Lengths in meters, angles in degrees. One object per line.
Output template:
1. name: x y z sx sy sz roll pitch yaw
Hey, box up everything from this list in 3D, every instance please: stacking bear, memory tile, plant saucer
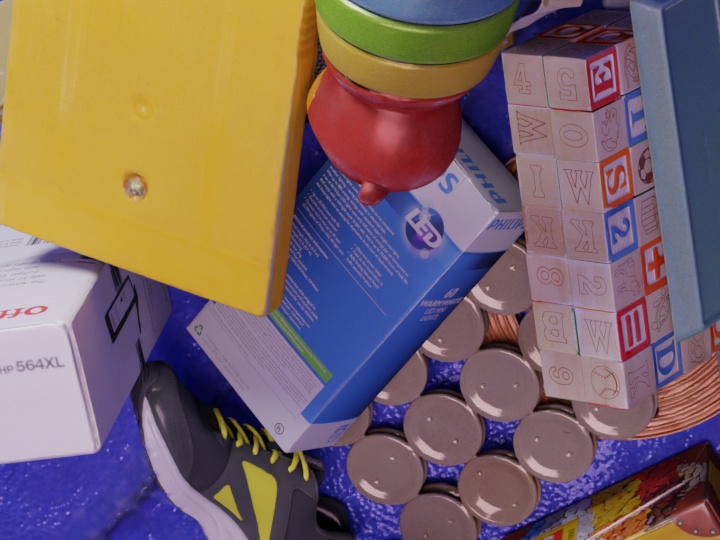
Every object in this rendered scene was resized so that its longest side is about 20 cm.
1. stacking bear: 0.022 -0.129 1.442 0.113 0.122 0.201 16 129 9
2. memory tile: 0.067 0.079 1.709 0.200 0.017 0.153 -38 100 30
3. plant saucer: 0.185 -0.064 1.567 0.019 0.070 0.201 7 116 39

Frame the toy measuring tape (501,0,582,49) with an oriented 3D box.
1. toy measuring tape: 0.059 -0.153 1.564 0.074 0.074 0.200 47 155 -11

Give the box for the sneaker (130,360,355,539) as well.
1. sneaker: -0.071 0.116 1.729 0.084 0.075 0.200 -28 129 6

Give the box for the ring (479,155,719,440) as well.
1. ring: 0.152 0.007 1.681 0.199 0.019 0.202 3 113 7

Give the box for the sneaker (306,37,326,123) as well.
1. sneaker: -0.080 -0.086 1.629 0.199 0.114 0.076 -28 108 17

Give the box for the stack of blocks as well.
1. stack of blocks: 0.146 -0.039 1.584 0.058 0.115 0.201 8 115 40

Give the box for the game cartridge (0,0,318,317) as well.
1. game cartridge: -0.110 -0.092 1.540 0.176 0.032 0.201 19 117 19

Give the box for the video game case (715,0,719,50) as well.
1. video game case: 0.304 -0.073 1.583 0.199 0.022 0.183 -5 112 11

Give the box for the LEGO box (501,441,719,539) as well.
1. LEGO box: 0.194 0.229 1.735 0.148 0.077 0.201 -27 106 19

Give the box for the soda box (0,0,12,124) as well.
1. soda box: -0.126 -0.153 1.618 0.200 0.068 0.064 -33 60 19

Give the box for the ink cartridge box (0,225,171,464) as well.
1. ink cartridge box: -0.203 0.036 1.651 0.145 0.200 0.085 -7 111 12

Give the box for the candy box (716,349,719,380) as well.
1. candy box: 0.279 0.085 1.583 0.136 0.200 0.061 -10 113 0

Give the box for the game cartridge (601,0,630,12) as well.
1. game cartridge: 0.242 -0.136 1.598 0.200 0.042 0.133 33 118 -6

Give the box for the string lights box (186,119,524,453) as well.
1. string lights box: 0.000 0.000 1.658 0.200 0.059 0.103 -48 68 23
